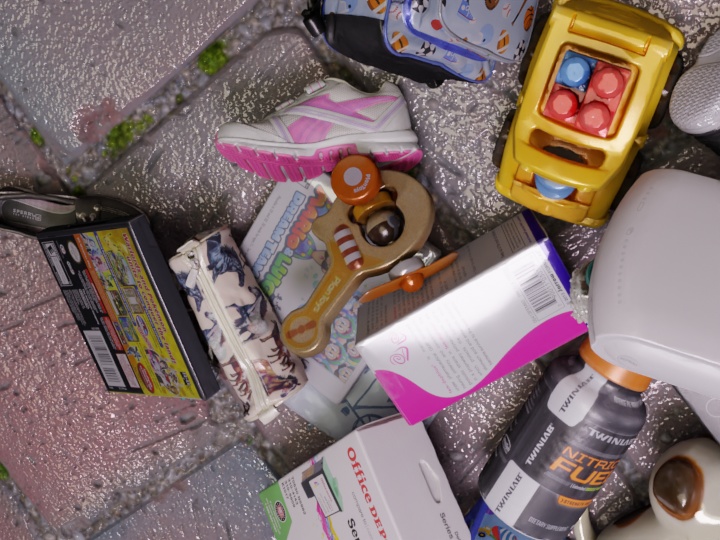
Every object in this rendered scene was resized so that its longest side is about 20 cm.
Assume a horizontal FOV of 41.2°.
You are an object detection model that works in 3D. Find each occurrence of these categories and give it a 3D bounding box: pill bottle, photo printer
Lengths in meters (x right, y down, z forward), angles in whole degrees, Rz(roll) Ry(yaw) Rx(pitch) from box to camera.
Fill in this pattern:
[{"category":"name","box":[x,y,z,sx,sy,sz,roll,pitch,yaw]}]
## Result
[{"category":"pill bottle","box":[0.205,0.156,0.930,0.106,0.106,0.200,30,111,8]},{"category":"photo printer","box":[0.275,0.016,0.716,0.200,0.069,0.167,19,65,10]}]

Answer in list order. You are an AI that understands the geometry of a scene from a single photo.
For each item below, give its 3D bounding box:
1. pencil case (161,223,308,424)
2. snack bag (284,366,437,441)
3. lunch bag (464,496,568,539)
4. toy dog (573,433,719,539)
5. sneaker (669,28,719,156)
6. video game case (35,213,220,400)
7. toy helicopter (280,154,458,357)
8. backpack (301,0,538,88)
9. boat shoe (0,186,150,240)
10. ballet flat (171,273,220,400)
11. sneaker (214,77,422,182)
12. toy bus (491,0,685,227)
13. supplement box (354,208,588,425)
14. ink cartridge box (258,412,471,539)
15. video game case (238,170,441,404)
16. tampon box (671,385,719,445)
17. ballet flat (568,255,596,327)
[{"category":"pencil case","box":[-0.125,0.055,0.971,0.078,0.089,0.200,-26,92,21]},{"category":"snack bag","box":[-0.003,0.101,1.025,0.200,0.021,0.189,33,110,10]},{"category":"lunch bag","box":[0.150,0.328,0.940,0.150,0.200,0.094,35,111,6]},{"category":"toy dog","box":[0.309,0.248,0.909,0.194,0.139,0.200,47,134,40]},{"category":"sneaker","box":[0.355,-0.171,0.817,0.200,0.075,0.114,-50,121,-3]},{"category":"video game case","box":[-0.246,0.042,1.003,0.181,0.025,0.200,-3,114,43]},{"category":"toy helicopter","box":[0.000,0.000,0.896,0.132,0.079,0.200,34,89,19]},{"category":"backpack","box":[0.066,-0.265,0.816,0.154,0.200,0.191,7,92,35]},{"category":"boat shoe","box":[-0.334,-0.053,1.064,0.200,0.057,0.067,10,107,14]},{"category":"ballet flat","box":[-0.215,0.045,1.056,0.072,0.072,0.200,-26,99,21]},{"category":"sneaker","box":[-0.042,-0.140,0.935,0.200,0.081,0.088,-2,77,-4]},{"category":"toy bus","box":[0.187,-0.127,0.816,0.136,0.192,0.200,21,111,9]},{"category":"supplement box","box":[0.104,0.043,0.907,0.200,0.103,0.101,-30,106,10]},{"category":"ink cartridge box","box":[-0.001,0.250,0.971,0.200,0.084,0.145,-41,66,44]},{"category":"video game case","box":[-0.043,0.010,0.994,0.182,0.024,0.200,36,109,9]},{"category":"tampon box","box":[0.346,0.055,0.848,0.150,0.126,0.200,-40,90,21]},{"category":"ballet flat","box":[0.263,0.050,0.780,0.200,0.072,0.072,26,110,13]}]
